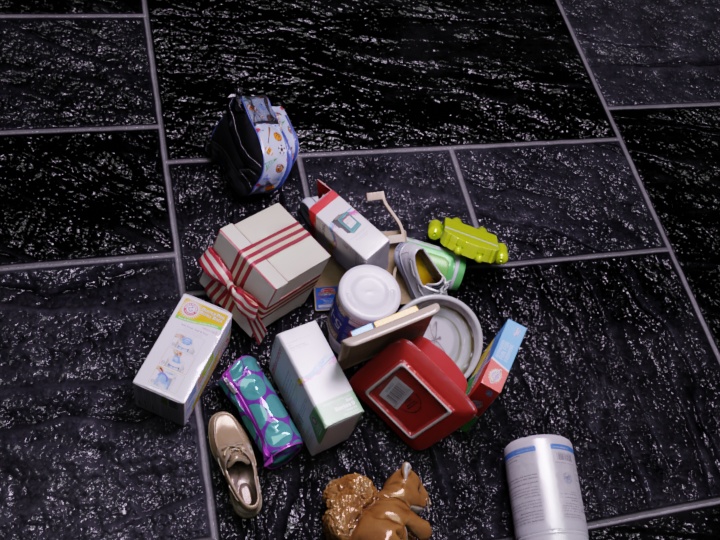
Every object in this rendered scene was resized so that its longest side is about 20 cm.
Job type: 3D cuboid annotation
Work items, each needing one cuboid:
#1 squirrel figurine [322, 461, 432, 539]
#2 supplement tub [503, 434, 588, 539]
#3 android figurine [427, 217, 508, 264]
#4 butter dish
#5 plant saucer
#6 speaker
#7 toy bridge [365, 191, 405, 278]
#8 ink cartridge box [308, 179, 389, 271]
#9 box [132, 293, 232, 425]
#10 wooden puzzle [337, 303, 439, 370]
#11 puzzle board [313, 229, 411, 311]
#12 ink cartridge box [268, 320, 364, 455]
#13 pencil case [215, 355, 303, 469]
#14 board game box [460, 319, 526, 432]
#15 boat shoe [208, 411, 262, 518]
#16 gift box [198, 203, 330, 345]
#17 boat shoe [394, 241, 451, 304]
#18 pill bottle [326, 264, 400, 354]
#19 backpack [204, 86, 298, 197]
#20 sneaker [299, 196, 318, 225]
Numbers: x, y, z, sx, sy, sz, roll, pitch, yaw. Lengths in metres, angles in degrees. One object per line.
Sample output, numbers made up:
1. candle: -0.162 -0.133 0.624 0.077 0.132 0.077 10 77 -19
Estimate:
1. squirrel figurine: 0.032 0.417 1.505 0.199 0.142 0.187 26 51 0
2. supplement tub: 0.339 0.415 1.578 0.131 0.132 0.201 4 59 -11
3. android figurine: 0.231 -0.062 1.836 0.181 0.041 0.200 20 20 -2
4. butter dish: 0.116 0.205 1.617 0.199 0.200 0.148 44 43 -2
5. plant saucer: 0.141 0.142 1.710 0.199 0.050 0.201 -2 99 -11
6. speaker: 0.118 -0.020 1.816 0.199 0.089 0.089 16 57 -3
7. toy bridge: 0.056 -0.061 1.740 0.067 0.027 0.201 -8 92 -3
8. ink cartridge box: -0.036 -0.074 1.685 0.067 0.116 0.200 -41 69 -19
9. box: -0.324 0.163 1.585 0.101 0.113 0.200 23 58 3
10. wooden puzzle: 0.042 0.118 1.561 0.184 0.200 0.037 -21 75 -14
11. puzzle board: 0.000 0.000 1.761 0.199 0.017 0.151 -5 92 -2
12. ink cartridge box: -0.087 0.216 1.590 0.087 0.145 0.200 -21 66 -25
13. pencil case: -0.184 0.259 1.573 0.092 0.085 0.200 -2 52 -56
14. board game box: 0.242 0.203 1.643 0.040 0.200 0.153 28 56 4
15. boat shoe: -0.218 0.337 1.533 0.071 0.065 0.200 -16 64 -21
16. gift box: -0.194 0.015 1.671 0.184 0.200 0.187 42 44 17
17. boat shoe: 0.146 0.029 1.734 0.075 0.086 0.202 -41 119 -25
18. pill bottle: -0.001 0.088 1.655 0.119 0.200 0.120 6 58 -10
19. backpack: -0.224 -0.256 1.834 0.154 0.200 0.191 -5 63 -31
20. sneaker: -0.051 -0.087 1.826 0.071 0.073 0.200 -25 68 -22
